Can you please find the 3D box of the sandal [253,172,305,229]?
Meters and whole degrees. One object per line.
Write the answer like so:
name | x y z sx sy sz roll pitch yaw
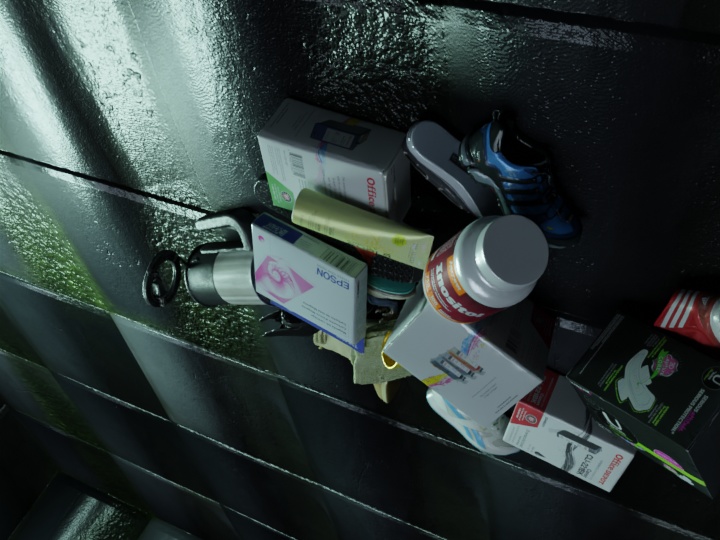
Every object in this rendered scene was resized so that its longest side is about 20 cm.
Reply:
sandal | -0.071 -0.096 1.349 0.199 0.048 0.075 34 143 -4

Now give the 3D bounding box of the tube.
tube | 0.003 -0.057 1.187 0.197 0.053 0.058 21 -173 7

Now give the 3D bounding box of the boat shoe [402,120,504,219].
boat shoe | 0.133 -0.116 1.141 0.199 0.071 0.066 36 165 -10

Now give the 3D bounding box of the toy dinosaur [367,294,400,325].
toy dinosaur | 0.003 -0.006 1.417 0.197 0.105 0.183 -25 112 15

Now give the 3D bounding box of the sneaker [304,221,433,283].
sneaker | 0.016 -0.050 1.292 0.196 0.094 0.071 16 142 20

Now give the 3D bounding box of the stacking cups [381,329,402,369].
stacking cups | 0.131 0.136 1.378 0.197 0.062 0.060 10 157 -28

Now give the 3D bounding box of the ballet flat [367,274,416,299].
ballet flat | 0.000 0.000 1.340 0.197 0.068 0.063 23 157 15

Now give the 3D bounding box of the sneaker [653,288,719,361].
sneaker | 0.459 0.088 1.139 0.115 0.078 0.201 23 152 48

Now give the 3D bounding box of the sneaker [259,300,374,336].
sneaker | -0.077 0.076 1.510 0.196 0.061 0.104 -10 164 -11

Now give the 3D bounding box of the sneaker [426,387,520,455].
sneaker | 0.214 0.258 1.546 0.198 0.077 0.081 34 146 -5

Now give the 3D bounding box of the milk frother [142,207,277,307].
milk frother | -0.246 0.011 1.504 0.186 0.201 0.182 -3 130 42

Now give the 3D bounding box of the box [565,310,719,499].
box | 0.403 0.174 1.150 0.199 0.125 0.149 33 168 48

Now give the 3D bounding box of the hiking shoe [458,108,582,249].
hiking shoe | 0.210 -0.104 1.075 0.199 0.075 0.086 40 147 -11

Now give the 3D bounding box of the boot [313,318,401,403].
boot | -0.005 0.151 1.595 0.153 0.073 0.202 15 141 25

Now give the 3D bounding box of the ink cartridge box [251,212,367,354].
ink cartridge box | -0.079 0.032 1.333 0.194 0.043 0.202 26 138 24

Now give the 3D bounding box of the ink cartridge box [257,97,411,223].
ink cartridge box | -0.032 -0.140 1.226 0.197 0.088 0.147 20 146 21

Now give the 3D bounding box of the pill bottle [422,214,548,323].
pill bottle | 0.157 -0.003 1.095 0.112 0.114 0.200 35 162 -4

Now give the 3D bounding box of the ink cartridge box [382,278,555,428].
ink cartridge box | 0.162 0.096 1.283 0.199 0.146 0.145 38 130 -6

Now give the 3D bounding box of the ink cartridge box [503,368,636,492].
ink cartridge box | 0.348 0.259 1.420 0.197 0.084 0.145 23 145 14

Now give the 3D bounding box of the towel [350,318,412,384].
towel | 0.079 0.129 1.434 0.196 0.037 0.150 -12 142 -4
